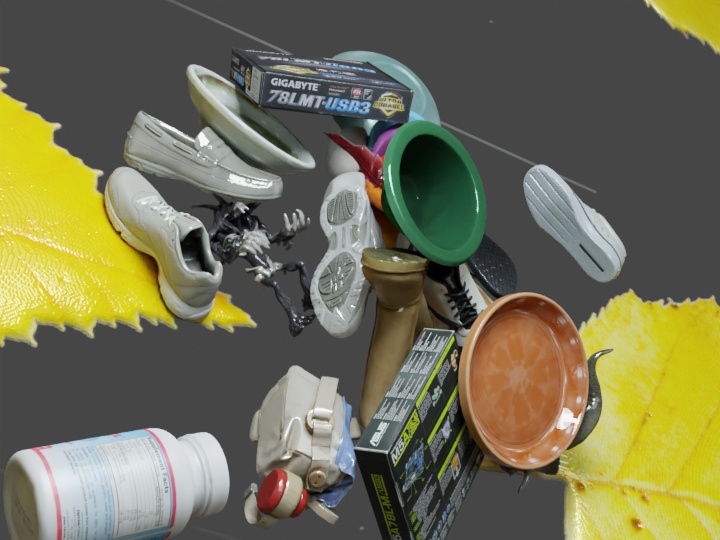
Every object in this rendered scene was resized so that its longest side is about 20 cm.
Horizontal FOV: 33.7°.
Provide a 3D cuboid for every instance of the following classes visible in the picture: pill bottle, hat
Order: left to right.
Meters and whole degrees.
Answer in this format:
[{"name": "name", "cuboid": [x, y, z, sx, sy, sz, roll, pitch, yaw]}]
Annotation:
[{"name": "pill bottle", "cuboid": [-0.231, 0.212, 1.141, 0.198, 0.109, 0.110, -5, 61, -36]}, {"name": "hat", "cuboid": [0.035, -0.074, 1.402, 0.166, 0.175, 0.201, 45, 47, -23]}]

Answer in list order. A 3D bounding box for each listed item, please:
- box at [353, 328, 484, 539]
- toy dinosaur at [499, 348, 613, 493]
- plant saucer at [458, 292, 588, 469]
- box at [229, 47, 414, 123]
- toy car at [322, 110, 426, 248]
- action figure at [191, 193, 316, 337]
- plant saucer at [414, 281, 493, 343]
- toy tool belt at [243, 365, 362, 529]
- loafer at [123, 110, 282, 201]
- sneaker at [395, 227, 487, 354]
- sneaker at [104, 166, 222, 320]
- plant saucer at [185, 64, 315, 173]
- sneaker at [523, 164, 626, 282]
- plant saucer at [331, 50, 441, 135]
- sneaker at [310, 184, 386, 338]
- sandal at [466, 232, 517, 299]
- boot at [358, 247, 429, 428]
[{"name": "box", "cuboid": [0.071, 0.201, 1.312, 0.201, 0.047, 0.195, -56, 137, -44]}, {"name": "toy dinosaur", "cuboid": [0.254, 0.183, 1.473, 0.077, 0.199, 0.103, 43, 9, -51]}, {"name": "plant saucer", "cuboid": [0.187, 0.128, 1.380, 0.198, 0.032, 0.203, 3, 85, -38]}, {"name": "box", "cuboid": [-0.055, -0.240, 1.529, 0.197, 0.050, 0.199, 4, 19, -18]}, {"name": "toy car", "cuboid": [0.050, -0.122, 1.529, 0.173, 0.151, 0.202, 16, 47, -15]}, {"name": "action figure", "cuboid": [-0.110, -0.026, 1.400, 0.200, 0.102, 0.119, 49, 47, 2]}, {"name": "plant saucer", "cuboid": [0.102, 0.083, 1.506, 0.198, 0.035, 0.202, 18, 50, -22]}, {"name": "toy tool belt", "cuboid": [-0.045, 0.201, 1.259, 0.122, 0.125, 0.201, 30, 27, -19]}, {"name": "loafer", "cuboid": [-0.183, -0.133, 1.403, 0.197, 0.071, 0.070, 17, 12, 3]}, {"name": "sneaker", "cuboid": [0.111, 0.034, 1.436, 0.073, 0.080, 0.201, -36, 99, -6]}, {"name": "sneaker", "cuboid": [-0.215, -0.048, 1.351, 0.075, 0.092, 0.201, -26, 74, -42]}, {"name": "plant saucer", "cuboid": [-0.147, -0.176, 1.485, 0.199, 0.050, 0.200, 38, 13, -10]}, {"name": "sneaker", "cuboid": [0.314, -0.073, 1.746, 0.201, 0.073, 0.071, 54, 37, -1]}, {"name": "plant saucer", "cuboid": [0.040, -0.246, 1.701, 0.199, 0.039, 0.203, 17, 51, -23]}, {"name": "sneaker", "cuboid": [0.000, 0.000, 1.390, 0.099, 0.077, 0.202, 46, 40, -42]}, {"name": "sandal", "cuboid": [0.144, -0.030, 1.619, 0.074, 0.045, 0.201, -6, 48, -42]}, {"name": "boot", "cuboid": [0.031, 0.079, 1.322, 0.065, 0.203, 0.175, 12, 5, 19]}]
